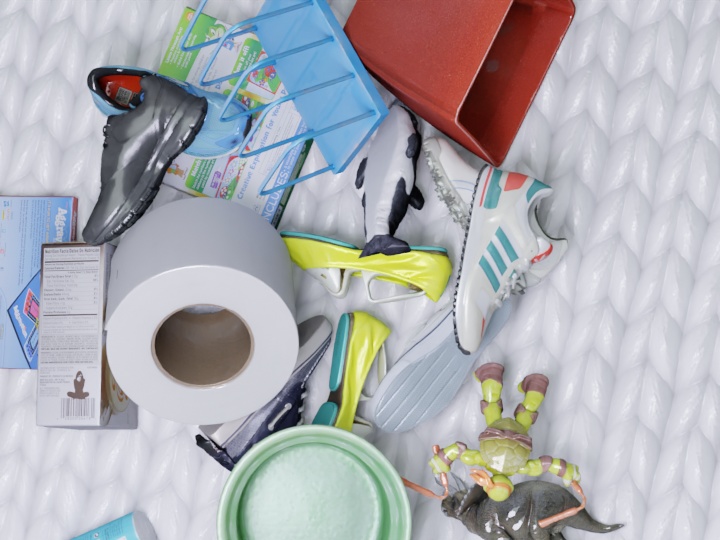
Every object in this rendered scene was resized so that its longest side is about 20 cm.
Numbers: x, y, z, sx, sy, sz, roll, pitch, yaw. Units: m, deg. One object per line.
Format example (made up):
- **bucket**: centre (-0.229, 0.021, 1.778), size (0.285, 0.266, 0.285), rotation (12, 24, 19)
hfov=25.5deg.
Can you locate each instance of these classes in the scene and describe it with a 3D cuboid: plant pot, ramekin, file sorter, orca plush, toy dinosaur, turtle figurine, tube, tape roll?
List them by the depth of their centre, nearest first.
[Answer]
- **ramekin**: centre (-0.050, 0.257, 1.651), size (0.198, 0.098, 0.202), rotation (0, 89, -4)
- **turtle figurine**: centre (0.142, 0.177, 1.671), size (0.198, 0.065, 0.162), rotation (5, 55, 7)
- **toy dinosaur**: centre (0.177, 0.264, 1.685), size (0.198, 0.077, 0.103), rotation (-6, 89, 12)
- **tape roll**: centre (-0.167, 0.042, 1.687), size (0.201, 0.140, 0.204), rotation (-2, 123, -3)
- **file sorter**: centre (-0.088, -0.203, 1.694), size (0.122, 0.139, 0.201), rotation (-22, 77, -31)
- **plant pot**: centre (0.096, -0.257, 1.713), size (0.175, 0.200, 0.201), rotation (26, 88, 21)
- **orca plush**: centre (0.051, -0.088, 1.739), size (0.105, 0.071, 0.201), rotation (-44, 32, 32)
- **tube**: centre (-0.324, 0.334, 1.783), size (0.199, 0.050, 0.078), rotation (-27, 75, 11)

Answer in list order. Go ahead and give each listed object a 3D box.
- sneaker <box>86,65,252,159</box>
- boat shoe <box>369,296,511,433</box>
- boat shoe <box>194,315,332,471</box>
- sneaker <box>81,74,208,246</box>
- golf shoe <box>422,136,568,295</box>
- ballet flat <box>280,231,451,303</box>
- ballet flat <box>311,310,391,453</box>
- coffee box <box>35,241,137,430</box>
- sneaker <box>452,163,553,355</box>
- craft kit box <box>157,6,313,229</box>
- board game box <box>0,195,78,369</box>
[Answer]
- **sneaker**: centre (-0.217, -0.178, 1.761), size (0.198, 0.090, 0.079), rotation (15, 86, 11)
- **boat shoe**: centre (0.084, 0.094, 1.730), size (0.200, 0.067, 0.074), rotation (-43, 111, -5)
- **boat shoe**: centre (-0.086, 0.147, 1.758), size (0.200, 0.075, 0.093), rotation (-45, 111, -12)
- **sneaker**: centre (-0.247, -0.119, 1.710), size (0.090, 0.076, 0.201), rotation (33, 89, -2)
- **golf shoe**: centre (0.147, -0.075, 1.739), size (0.097, 0.078, 0.201), rotation (-35, 88, -2)
- **ballet flat**: centre (0.000, 0.000, 1.747), size (0.198, 0.067, 0.068), rotation (7, 83, 9)
- **ballet flat**: centre (-0.012, 0.145, 1.744), size (0.067, 0.067, 0.202), rotation (17, 84, -17)
- **coffee box**: centre (-0.301, 0.075, 1.775), size (0.079, 0.114, 0.202), rotation (-1, 82, 12)
- **sneaker**: centre (0.151, -0.007, 1.660), size (0.093, 0.070, 0.202), rotation (10, 83, 6)
- **craft kit box**: centre (-0.149, -0.173, 1.815), size (0.196, 0.049, 0.201), rotation (23, 87, 9)
- **board game box**: centre (-0.383, 0.014, 1.844), size (0.102, 0.019, 0.202), rotation (1, 83, 12)
